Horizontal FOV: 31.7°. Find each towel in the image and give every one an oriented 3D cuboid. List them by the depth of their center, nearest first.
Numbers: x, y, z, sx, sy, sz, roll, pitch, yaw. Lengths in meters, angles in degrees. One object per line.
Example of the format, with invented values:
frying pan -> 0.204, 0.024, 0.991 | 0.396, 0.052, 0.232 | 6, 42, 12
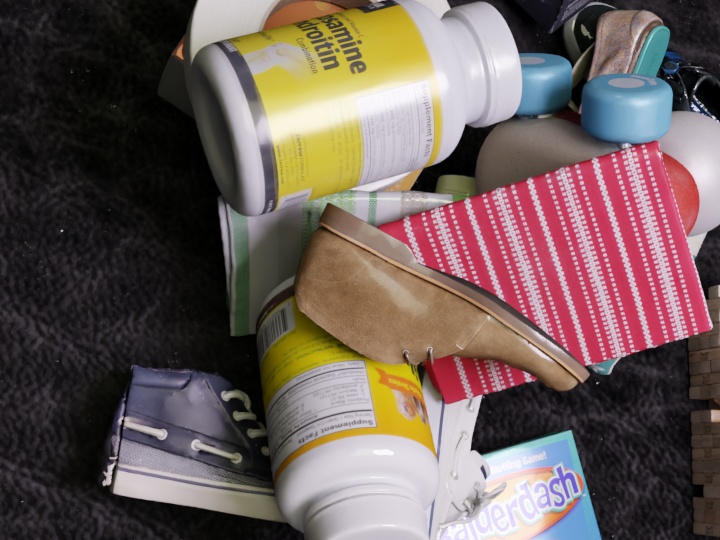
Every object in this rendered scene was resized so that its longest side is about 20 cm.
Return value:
towel -> 0.122, 0.005, 0.854 | 0.199, 0.023, 0.145 | -17, 113, 14
towel -> 0.000, 0.000, 0.906 | 0.198, 0.150, 0.031 | 1, 52, -1

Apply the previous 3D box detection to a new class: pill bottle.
pill bottle -> -0.002, -0.112, 0.821 | 0.199, 0.112, 0.113 | -18, 86, -17
pill bottle -> -0.009, 0.103, 0.849 | 0.108, 0.110, 0.201 | 3, 49, -16

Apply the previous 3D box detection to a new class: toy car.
toy car -> 0.208, -0.071, 0.952 | 0.199, 0.176, 0.186 | -18, 117, -34

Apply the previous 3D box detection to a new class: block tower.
block tower -> 0.307, 0.116, 1.044 | 0.054, 0.058, 0.201 | 4, 81, -16

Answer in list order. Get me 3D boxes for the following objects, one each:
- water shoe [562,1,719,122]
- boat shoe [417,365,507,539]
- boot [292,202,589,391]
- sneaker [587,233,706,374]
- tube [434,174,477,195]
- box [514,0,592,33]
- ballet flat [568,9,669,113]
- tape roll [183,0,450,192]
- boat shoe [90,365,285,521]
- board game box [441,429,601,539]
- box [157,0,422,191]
water shoe -> 0.260, -0.162, 1.065 | 0.200, 0.079, 0.072 | 40, 72, -6
boat shoe -> 0.068, 0.150, 0.916 | 0.086, 0.075, 0.203 | 16, 56, -9
boot -> 0.050, 0.036, 0.816 | 0.199, 0.074, 0.076 | 28, 90, 3
sneaker -> 0.233, 0.004, 1.043 | 0.200, 0.070, 0.094 | -42, 128, -29
tube -> 0.066, 0.027, 0.995 | 0.052, 0.058, 0.201 | 22, 76, -55
box -> 0.204, -0.324, 1.012 | 0.200, 0.182, 0.104 | -39, 77, -21
ballet flat -> 0.189, -0.118, 1.038 | 0.067, 0.068, 0.201 | 26, 102, 31
tape roll -> -0.025, -0.148, 0.898 | 0.201, 0.037, 0.204 | 3, 80, -16
boat shoe -> -0.085, 0.124, 0.905 | 0.199, 0.075, 0.093 | 11, 85, -14
board game box -> 0.115, 0.238, 0.969 | 0.151, 0.045, 0.201 | -13, 83, -18
box -> -0.035, -0.140, 0.964 | 0.199, 0.097, 0.125 | 34, 74, -8
